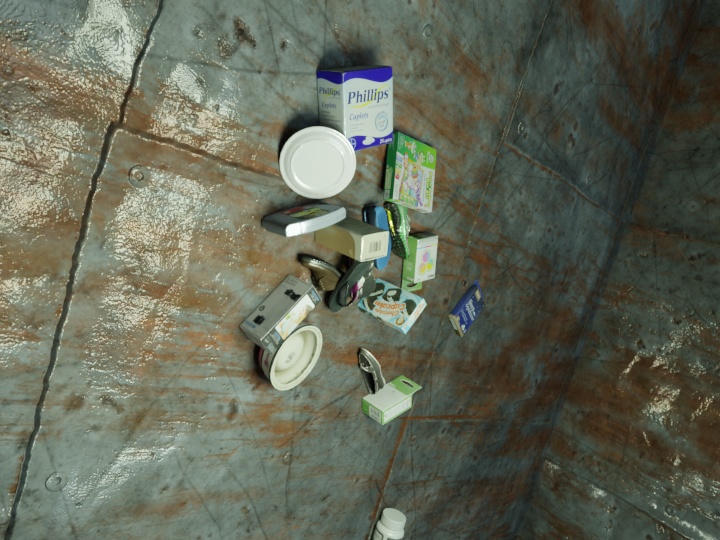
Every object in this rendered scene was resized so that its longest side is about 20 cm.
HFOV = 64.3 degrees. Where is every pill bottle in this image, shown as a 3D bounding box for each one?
[{"bbox_3d":[0.102,1.030,2.193,0.113,0.113,0.204,12,98,-46],"label":"pill bottle"}]

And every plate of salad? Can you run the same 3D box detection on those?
[{"bbox_3d":[-0.109,-0.278,1.472,0.196,0.048,0.203,-3,127,-4],"label":"plate of salad"}]

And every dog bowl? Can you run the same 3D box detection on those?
[{"bbox_3d":[-0.198,0.225,1.585,0.199,0.073,0.203,-36,141,-36],"label":"dog bowl"}]

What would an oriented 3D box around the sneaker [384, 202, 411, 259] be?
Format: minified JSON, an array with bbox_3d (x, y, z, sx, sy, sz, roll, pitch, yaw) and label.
[{"bbox_3d":[0.133,-0.128,1.799,0.085,0.077,0.203,-29,124,-34],"label":"sneaker"}]

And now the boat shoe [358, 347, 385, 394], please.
[{"bbox_3d":[0.032,0.338,1.888,0.057,0.066,0.202,-48,137,-26],"label":"boat shoe"}]

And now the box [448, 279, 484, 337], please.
[{"bbox_3d":[0.424,0.145,2.232,0.201,0.032,0.122,-50,134,-20],"label":"box"}]

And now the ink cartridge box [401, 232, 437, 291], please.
[{"bbox_3d":[0.197,-0.019,1.906,0.103,0.059,0.204,-13,114,-41],"label":"ink cartridge box"}]

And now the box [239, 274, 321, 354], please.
[{"bbox_3d":[-0.212,0.112,1.522,0.200,0.116,0.061,-46,130,-20],"label":"box"}]

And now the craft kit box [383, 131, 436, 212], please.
[{"bbox_3d":[0.153,-0.294,1.745,0.196,0.048,0.204,9,84,-50],"label":"craft kit box"}]

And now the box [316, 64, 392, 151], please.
[{"bbox_3d":[-0.011,-0.431,1.517,0.182,0.104,0.204,-22,120,-38],"label":"box"}]

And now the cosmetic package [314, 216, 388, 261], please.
[{"bbox_3d":[-0.027,-0.092,1.564,0.104,0.199,0.072,-13,116,-39],"label":"cosmetic package"}]

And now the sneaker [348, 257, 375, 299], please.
[{"bbox_3d":[0.000,0.000,1.719,0.079,0.087,0.202,-10,137,-19],"label":"sneaker"}]

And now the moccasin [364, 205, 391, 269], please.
[{"bbox_3d":[0.049,-0.104,1.734,0.080,0.067,0.204,-28,125,-44],"label":"moccasin"}]

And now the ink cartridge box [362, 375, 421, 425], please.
[{"bbox_3d":[0.111,0.446,1.981,0.198,0.103,0.060,-22,121,-38],"label":"ink cartridge box"}]

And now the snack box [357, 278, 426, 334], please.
[{"bbox_3d":[0.094,0.106,1.761,0.117,0.198,0.037,-52,136,-16],"label":"snack box"}]

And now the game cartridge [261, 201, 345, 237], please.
[{"bbox_3d":[-0.140,-0.135,1.482,0.198,0.132,0.042,-23,122,-38],"label":"game cartridge"}]

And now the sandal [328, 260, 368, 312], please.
[{"bbox_3d":[-0.034,0.056,1.641,0.075,0.048,0.202,-8,138,-46],"label":"sandal"}]

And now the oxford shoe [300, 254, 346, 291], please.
[{"bbox_3d":[-0.106,0.017,1.622,0.199,0.072,0.085,34,86,-45],"label":"oxford shoe"}]
